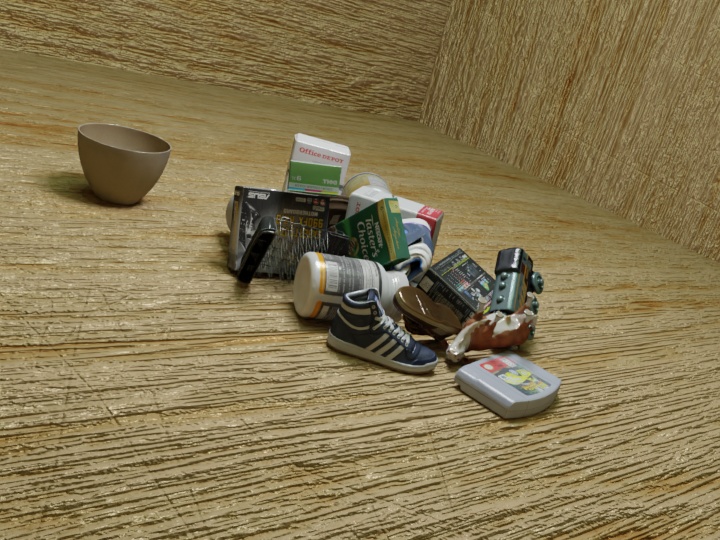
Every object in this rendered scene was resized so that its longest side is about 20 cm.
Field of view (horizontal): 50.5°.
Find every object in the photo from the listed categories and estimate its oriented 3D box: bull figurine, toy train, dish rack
[{"bbox_3d":[0.238,0.105,1.384,0.196,0.123,0.066,-9,50,-32],"label":"bull figurine"},{"bbox_3d":[0.305,0.054,1.527,0.084,0.204,0.114,-8,-39,39],"label":"toy train"},{"bbox_3d":[-0.120,-0.027,1.432,0.195,0.154,0.056,12,50,-23],"label":"dish rack"}]

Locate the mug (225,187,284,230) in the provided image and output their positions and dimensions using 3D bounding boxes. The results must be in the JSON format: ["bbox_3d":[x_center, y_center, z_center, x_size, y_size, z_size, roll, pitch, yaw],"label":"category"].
[{"bbox_3d":[-0.209,-0.092,1.615,0.147,0.190,0.152,-30,28,-18],"label":"mug"}]

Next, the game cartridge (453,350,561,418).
[{"bbox_3d":[0.265,0.196,1.323,0.132,0.042,0.198,34,25,31],"label":"game cartridge"}]

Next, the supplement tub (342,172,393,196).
[{"bbox_3d":[0.022,-0.152,1.906,0.140,0.148,0.201,13,19,-10],"label":"supplement tub"}]

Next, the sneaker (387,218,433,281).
[{"bbox_3d":[0.050,-0.030,1.533,0.194,0.082,0.149,-8,41,12],"label":"sneaker"}]

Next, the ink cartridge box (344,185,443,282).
[{"bbox_3d":[0.065,-0.080,1.652,0.195,0.148,0.084,18,22,13],"label":"ink cartridge box"}]

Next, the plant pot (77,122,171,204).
[{"bbox_3d":[-0.521,-0.224,1.661,0.195,0.138,0.201,15,19,-5],"label":"plant pot"}]

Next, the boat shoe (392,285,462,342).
[{"bbox_3d":[0.109,0.089,1.371,0.198,0.072,0.073,24,31,-53],"label":"boat shoe"}]

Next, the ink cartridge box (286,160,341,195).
[{"bbox_3d":[-0.091,-0.181,1.509,0.101,0.061,0.200,7,5,-4],"label":"ink cartridge box"}]

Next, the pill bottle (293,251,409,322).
[{"bbox_3d":[-0.017,0.037,1.398,0.195,0.119,0.117,9,20,-23],"label":"pill bottle"}]

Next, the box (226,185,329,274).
[{"bbox_3d":[-0.161,-0.077,1.515,0.196,0.163,0.048,4,5,-33],"label":"box"}]

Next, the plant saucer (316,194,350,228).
[{"bbox_3d":[-0.091,-0.117,1.727,0.194,0.030,0.201,-9,-19,-3],"label":"plant saucer"}]

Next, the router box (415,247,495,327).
[{"bbox_3d":[0.214,0.043,1.584,0.149,0.063,0.199,42,27,12],"label":"router box"}]

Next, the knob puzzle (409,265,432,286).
[{"bbox_3d":[0.118,0.022,1.674,0.213,0.031,0.221,11,22,-4],"label":"knob puzzle"}]

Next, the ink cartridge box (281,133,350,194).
[{"bbox_3d":[-0.115,-0.215,1.875,0.142,0.205,0.085,12,18,-9],"label":"ink cartridge box"}]

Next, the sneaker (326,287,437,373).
[{"bbox_3d":[0.048,0.099,1.290,0.195,0.111,0.070,15,19,-5],"label":"sneaker"}]

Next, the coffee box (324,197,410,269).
[{"bbox_3d":[0.008,-0.052,1.499,0.043,0.127,0.198,-1,-15,-42],"label":"coffee box"}]
